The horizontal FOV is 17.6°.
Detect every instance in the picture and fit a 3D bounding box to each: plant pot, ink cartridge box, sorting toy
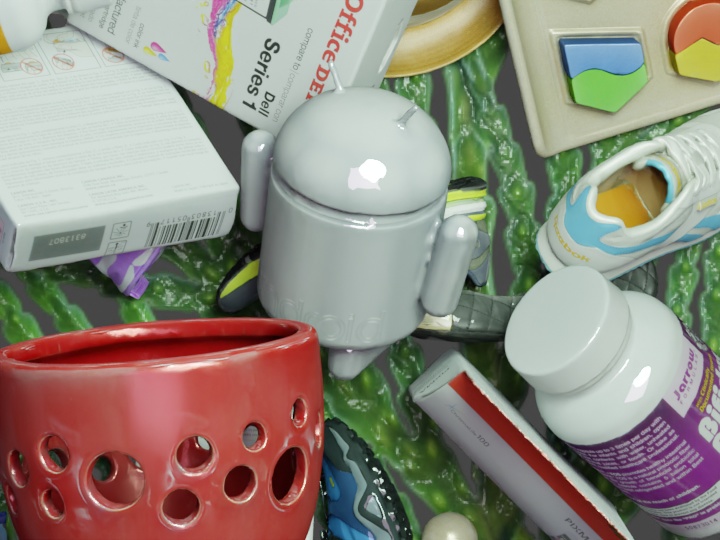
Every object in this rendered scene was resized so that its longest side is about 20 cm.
[{"bbox_3d":[-0.116,0.128,1.387,0.199,0.200,0.184,-6,94,-5],"label":"plant pot"},{"bbox_3d":[-0.191,-0.093,1.513,0.162,0.057,0.200,-11,47,-31],"label":"ink cartridge box"},{"bbox_3d":[-0.072,-0.186,1.514,0.199,0.084,0.145,29,127,7],"label":"ink cartridge box"},{"bbox_3d":[0.193,-0.186,1.581,0.199,0.036,0.186,-19,113,-8],"label":"sorting toy"},{"bbox_3d":[0.106,0.130,1.517,0.057,0.200,0.163,-45,94,6],"label":"ink cartridge box"}]

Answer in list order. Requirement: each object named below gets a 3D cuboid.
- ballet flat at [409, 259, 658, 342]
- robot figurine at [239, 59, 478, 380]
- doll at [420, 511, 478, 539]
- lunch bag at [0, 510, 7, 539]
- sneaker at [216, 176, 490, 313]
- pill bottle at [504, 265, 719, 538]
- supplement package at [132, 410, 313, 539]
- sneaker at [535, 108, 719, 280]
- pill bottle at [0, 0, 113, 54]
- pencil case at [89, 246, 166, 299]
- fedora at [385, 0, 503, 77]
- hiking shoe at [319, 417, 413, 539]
[{"bbox_3d":[0.113,0.017,1.577,0.199,0.066,0.057,-8,94,-28],"label":"ballet flat"},{"bbox_3d":[-0.004,-0.031,1.467,0.169,0.113,0.201,21,125,19],"label":"robot figurine"},{"bbox_3d":[0.094,0.260,1.602,0.136,0.048,0.201,-25,93,2],"label":"doll"},{"bbox_3d":[-0.278,0.240,1.492,0.093,0.200,0.152,0,91,-5],"label":"lunch bag"},{"bbox_3d":[0.000,0.000,1.581,0.199,0.074,0.082,-17,96,-3],"label":"sneaker"},{"bbox_3d":[0.185,0.084,1.538,0.200,0.112,0.113,40,87,-35],"label":"pill bottle"},{"bbox_3d":[-0.095,0.190,1.548,0.120,0.120,0.202,3,90,-6],"label":"supplement package"},{"bbox_3d":[0.211,-0.057,1.568,0.199,0.081,0.077,-32,78,-30],"label":"sneaker"},{"bbox_3d":[-0.259,-0.183,1.449,0.199,0.111,0.112,-13,92,-1],"label":"pill bottle"},{"bbox_3d":[-0.211,-0.066,1.556,0.199,0.084,0.086,36,123,-3],"label":"pencil case"},{"bbox_3d":[0.021,-0.226,1.572,0.199,0.082,0.202,0,90,-5],"label":"fedora"},{"bbox_3d":[-0.005,0.197,1.564,0.086,0.074,0.201,-23,72,6],"label":"hiking shoe"}]
